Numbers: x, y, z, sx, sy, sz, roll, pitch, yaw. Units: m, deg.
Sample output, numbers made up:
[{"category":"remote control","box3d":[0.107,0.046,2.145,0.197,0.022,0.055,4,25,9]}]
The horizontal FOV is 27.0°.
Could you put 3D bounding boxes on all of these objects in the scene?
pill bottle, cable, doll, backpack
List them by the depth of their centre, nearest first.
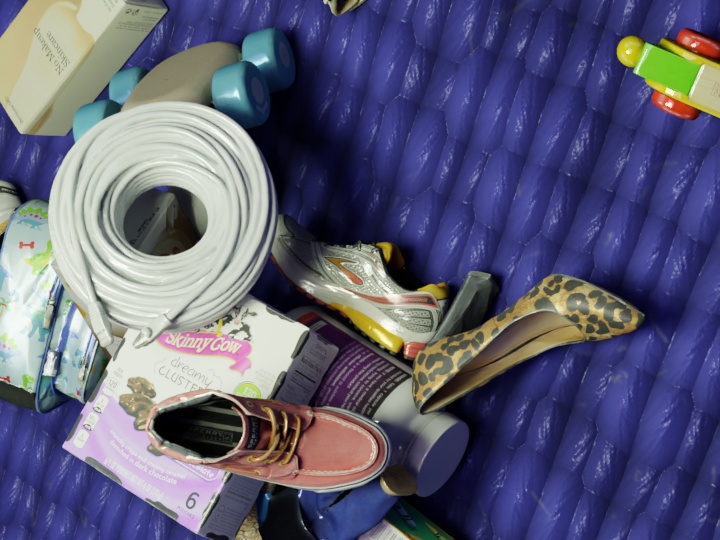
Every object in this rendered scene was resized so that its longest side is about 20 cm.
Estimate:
[{"category":"cable","box3d":[-0.169,-0.044,1.300,0.199,0.069,0.201,-28,75,-7]},{"category":"doll","box3d":[-0.037,0.225,1.318,0.200,0.048,0.137,-43,75,31]},{"category":"pill bottle","box3d":[-0.002,0.123,1.374,0.199,0.112,0.113,31,109,29]},{"category":"backpack","box3d":[-0.297,0.035,1.534,0.146,0.183,0.202,13,97,9]}]

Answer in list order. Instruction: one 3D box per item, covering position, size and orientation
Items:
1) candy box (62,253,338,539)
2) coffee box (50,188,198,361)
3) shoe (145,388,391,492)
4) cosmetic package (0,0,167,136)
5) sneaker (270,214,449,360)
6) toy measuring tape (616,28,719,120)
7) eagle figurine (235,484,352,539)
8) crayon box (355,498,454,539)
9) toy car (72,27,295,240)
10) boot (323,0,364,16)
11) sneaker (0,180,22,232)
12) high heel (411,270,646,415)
[{"category":"candy box","box3d":[-0.142,0.112,1.333,0.167,0.072,0.201,26,84,28]},{"category":"coffee box","box3d":[-0.202,0.025,1.437,0.079,0.201,0.115,15,56,28]},{"category":"shoe","box3d":[-0.074,0.139,1.217,0.198,0.091,0.072,7,82,3]},{"category":"cosmetic package","box3d":[-0.305,-0.245,1.583,0.200,0.071,0.105,-46,69,26]},{"category":"sneaker","box3d":[0.000,0.000,1.397,0.199,0.078,0.083,32,105,18]},{"category":"toy measuring tape","box3d":[0.299,-0.143,1.204,0.199,0.074,0.074,24,106,7]},{"category":"eagle figurine","box3d":[-0.074,0.225,1.415,0.200,0.152,0.151,36,71,20]},{"category":"crayon box","box3d":[0.067,0.310,1.338,0.200,0.058,0.119,37,110,10]},{"category":"toy car","box3d":[-0.144,-0.105,1.459,0.183,0.177,0.201,-12,114,20]},{"category":"boot","box3d":[-0.062,-0.303,1.421,0.200,0.072,0.155,-36,76,29]},{"category":"sneaker","box3d":[-0.446,-0.030,1.699,0.199,0.075,0.088,-31,60,28]},{"category":"high heel","box3d":[0.137,0.074,1.267,0.199,0.071,0.143,6,58,44]}]
